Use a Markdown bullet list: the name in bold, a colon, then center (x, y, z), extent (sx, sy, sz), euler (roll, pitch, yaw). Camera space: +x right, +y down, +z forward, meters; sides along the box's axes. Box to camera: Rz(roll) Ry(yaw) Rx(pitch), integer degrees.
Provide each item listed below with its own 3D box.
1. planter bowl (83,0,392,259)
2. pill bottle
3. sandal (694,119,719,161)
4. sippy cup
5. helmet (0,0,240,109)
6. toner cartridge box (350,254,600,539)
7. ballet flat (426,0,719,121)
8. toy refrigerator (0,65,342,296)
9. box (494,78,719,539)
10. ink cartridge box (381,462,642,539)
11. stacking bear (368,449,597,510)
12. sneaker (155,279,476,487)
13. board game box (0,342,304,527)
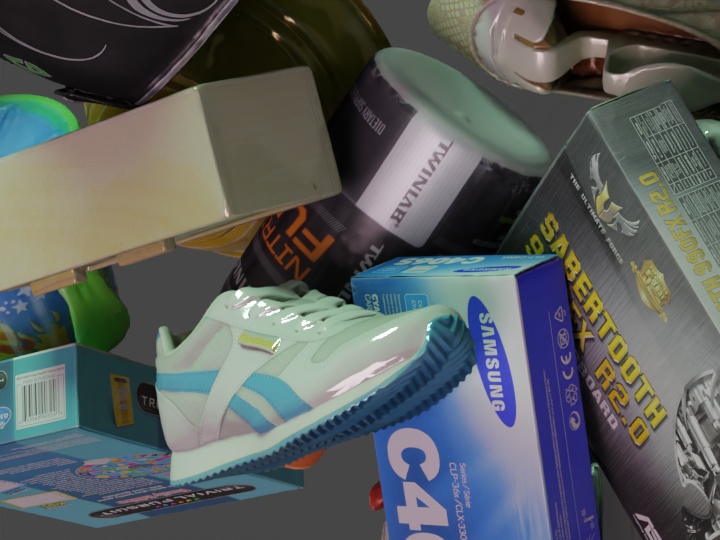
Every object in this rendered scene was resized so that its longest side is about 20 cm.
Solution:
- **planter bowl**: center (-0.079, -0.073, 1.499), extent (0.199, 0.083, 0.201), euler (15, 127, 21)
- **pill bottle**: center (0.000, 0.000, 1.432), extent (0.106, 0.106, 0.201), euler (35, 108, 6)
- **sandal**: center (0.172, -0.032, 1.347), extent (0.203, 0.050, 0.083), euler (175, 77, -81)
- **sippy cup**: center (-0.194, -0.005, 1.590), extent (0.139, 0.178, 0.131), euler (-16, 125, 7)
- **helmet**: center (-0.131, -0.194, 1.370), extent (0.190, 0.200, 0.200), euler (38, 132, -10)
- **toner cartridge box**: center (0.057, 0.095, 1.339), extent (0.095, 0.043, 0.201), euler (-2, 102, 37)
- **ballet flat**: center (0.112, -0.108, 1.377), extent (0.199, 0.062, 0.068), euler (10, 124, 26)
- **toy refrigerator**: center (-0.106, -0.038, 1.406), extent (0.199, 0.076, 0.070), euler (-15, 90, 46)
- **box**: center (0.143, 0.039, 1.297), extent (0.201, 0.048, 0.159), euler (61, 155, 16)
- **ink cartridge box**: center (0.123, 0.179, 1.475), extent (0.146, 0.085, 0.200), euler (-19, 146, 37)
- **stacking bear**: center (0.081, 0.072, 1.483), extent (0.114, 0.121, 0.200), euler (54, 134, 8)
- **sneaker**: center (-0.029, 0.042, 1.318), extent (0.199, 0.076, 0.081), euler (-21, 79, 46)
- **board game box**: center (-0.149, 0.093, 1.580), extent (0.150, 0.200, 0.047), euler (-13, 71, 31)
